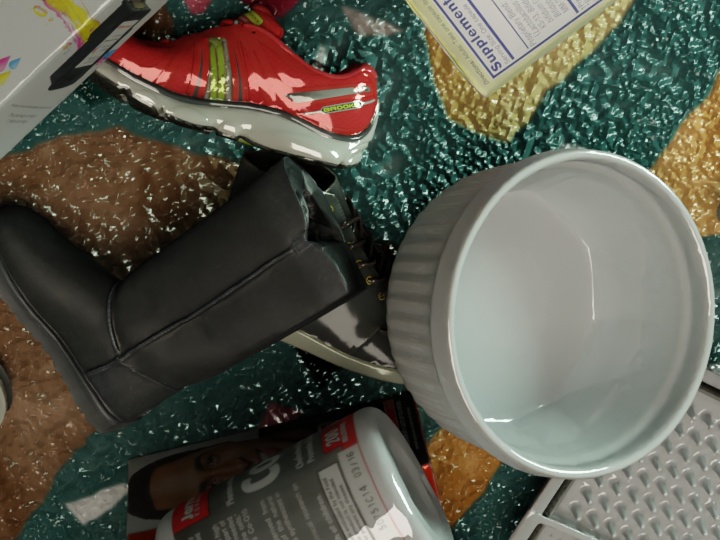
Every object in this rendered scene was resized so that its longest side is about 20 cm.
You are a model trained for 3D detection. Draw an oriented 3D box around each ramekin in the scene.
[{"bbox_3d":[0.110,0.025,1.292,0.200,0.105,0.200,-2,93,-29],"label":"ramekin"}]

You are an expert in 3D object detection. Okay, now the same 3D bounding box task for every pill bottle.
[{"bbox_3d":[-0.053,0.176,1.266,0.200,0.114,0.114,-28,115,8],"label":"pill bottle"}]

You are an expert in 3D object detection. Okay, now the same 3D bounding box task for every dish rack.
[{"bbox_3d":[0.208,0.153,1.433,0.172,0.044,0.200,26,110,-16],"label":"dish rack"}]

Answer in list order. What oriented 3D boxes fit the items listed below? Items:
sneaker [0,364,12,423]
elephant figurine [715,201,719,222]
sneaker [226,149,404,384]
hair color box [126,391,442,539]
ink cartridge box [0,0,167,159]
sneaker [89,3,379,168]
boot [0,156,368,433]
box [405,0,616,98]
[{"bbox_3d":[-0.324,0.106,1.330,0.200,0.089,0.077,-15,115,2],"label":"sneaker"},{"bbox_3d":[0.362,-0.023,1.336,0.200,0.155,0.141,-34,157,21],"label":"elephant figurine"},{"bbox_3d":[0.000,0.000,1.320,0.200,0.075,0.106,17,116,-12],"label":"sneaker"},{"bbox_3d":[-0.050,0.149,1.372,0.200,0.102,0.061,-14,115,0],"label":"hair color box"},{"bbox_3d":[-0.200,-0.178,1.185,0.200,0.083,0.146,-42,84,13],"label":"ink cartridge box"},{"bbox_3d":[-0.084,-0.124,1.269,0.200,0.077,0.085,17,89,-11],"label":"sneaker"},{"bbox_3d":[-0.116,-0.011,1.270,0.200,0.066,0.165,-30,99,27],"label":"boot"},{"bbox_3d":[0.111,-0.217,1.175,0.200,0.176,0.097,-35,113,10],"label":"box"}]
